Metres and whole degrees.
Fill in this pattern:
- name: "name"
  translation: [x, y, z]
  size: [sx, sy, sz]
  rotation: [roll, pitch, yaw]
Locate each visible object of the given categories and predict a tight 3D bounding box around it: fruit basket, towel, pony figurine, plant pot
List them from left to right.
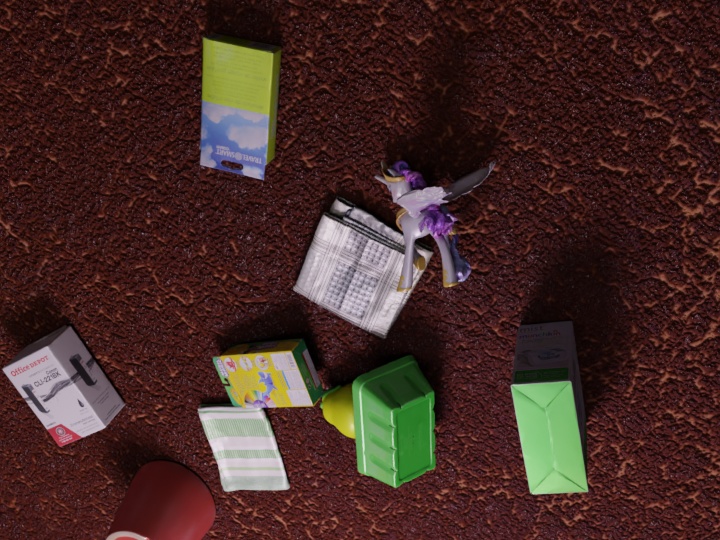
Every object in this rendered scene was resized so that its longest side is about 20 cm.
- name: "plant pot"
  translation: [-0.420, 0.526, 1.606]
  size: [0.195, 0.178, 0.205]
  rotation: [7, 117, 14]
- name: "towel"
  translation: [-0.233, 0.352, 1.554]
  size: [0.149, 0.023, 0.204]
  rotation: [-5, 113, 18]
- name: "towel"
  translation: [0.000, 0.000, 1.310]
  size: [0.190, 0.035, 0.203]
  rotation: [28, 119, 2]
- name: "fruit basket"
  translation: [0.031, 0.253, 1.384]
  size: [0.215, 0.153, 0.220]
  rotation: [39, 137, 47]
- name: "pony figurine"
  translation: [0.105, -0.079, 1.177]
  size: [0.191, 0.165, 0.205]
  rotation: [-7, 98, 47]

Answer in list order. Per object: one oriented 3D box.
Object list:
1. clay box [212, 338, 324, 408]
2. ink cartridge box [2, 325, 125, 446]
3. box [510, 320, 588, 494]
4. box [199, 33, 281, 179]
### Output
- name: "clay box"
  translation: [-0.171, 0.189, 1.429]
  size: [0.196, 0.048, 0.117]
  rotation: [-7, 113, 35]
- name: "ink cartridge box"
  translation: [-0.592, 0.231, 1.569]
  size: [0.142, 0.084, 0.203]
  rotation: [-23, 106, 26]
- name: "box"
  translation: [0.300, 0.213, 1.240]
  size: [0.094, 0.177, 0.204]
  rotation: [-6, 113, 19]
- name: "box"
  translation: [-0.190, -0.257, 1.235]
  size: [0.119, 0.048, 0.204]
  rotation: [14, 118, 11]
